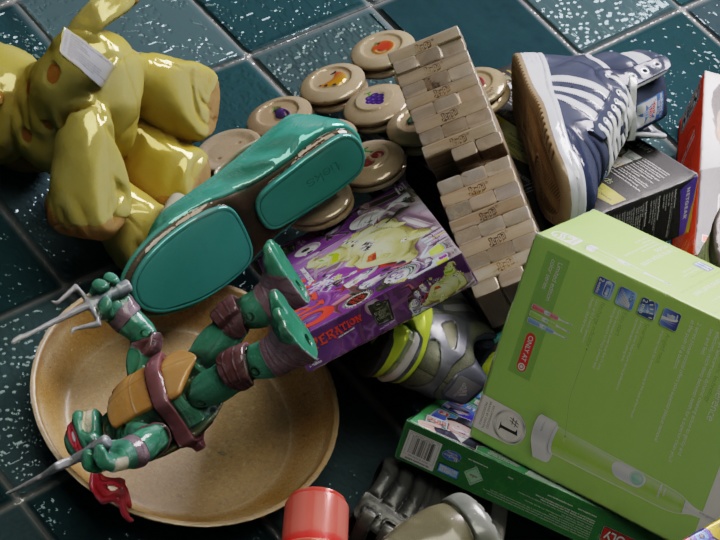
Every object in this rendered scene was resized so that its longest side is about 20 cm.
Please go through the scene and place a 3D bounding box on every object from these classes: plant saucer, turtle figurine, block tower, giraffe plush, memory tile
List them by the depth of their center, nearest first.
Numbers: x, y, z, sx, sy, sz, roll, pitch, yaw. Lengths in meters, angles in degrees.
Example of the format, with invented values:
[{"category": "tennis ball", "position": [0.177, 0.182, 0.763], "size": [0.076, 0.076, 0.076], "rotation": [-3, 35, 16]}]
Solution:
[{"category": "turtle figurine", "position": [-0.123, 0.065, 1.304], "size": [0.200, 0.101, 0.150], "rotation": [-30, 48, 10]}, {"category": "plant saucer", "position": [-0.115, 0.090, 1.398], "size": [0.200, 0.035, 0.200], "rotation": [8, 48, -10]}, {"category": "block tower", "position": [0.077, -0.064, 1.447], "size": [0.054, 0.058, 0.200], "rotation": [-21, 62, 6]}, {"category": "giraffe plush", "position": [-0.213, -0.100, 1.470], "size": [0.162, 0.200, 0.173], "rotation": [3, 54, 30]}, {"category": "memory tile", "position": [-0.007, -0.105, 1.549], "size": [0.200, 0.017, 0.153], "rotation": [-36, 41, -23]}]

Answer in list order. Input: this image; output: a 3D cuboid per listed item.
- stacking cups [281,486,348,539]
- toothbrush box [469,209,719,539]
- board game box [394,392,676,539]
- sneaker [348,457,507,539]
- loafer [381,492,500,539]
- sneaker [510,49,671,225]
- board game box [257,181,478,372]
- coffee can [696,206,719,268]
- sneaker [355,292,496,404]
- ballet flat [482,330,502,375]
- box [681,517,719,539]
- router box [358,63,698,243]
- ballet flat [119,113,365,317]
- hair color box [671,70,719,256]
[{"category": "stacking cups", "position": [-0.027, 0.221, 1.282], "size": [0.060, 0.061, 0.200], "rotation": [12, 54, -8]}, {"category": "toothbrush box", "position": [0.186, 0.072, 1.315], "size": [0.200, 0.146, 0.086], "rotation": [27, 24, 25]}, {"category": "board game box", "position": [0.135, 0.132, 1.386], "size": [0.200, 0.029, 0.135], "rotation": [24, 16, 15]}, {"category": "sneaker", "position": [0.034, 0.195, 1.334], "size": [0.099, 0.071, 0.200], "rotation": [15, 41, -6]}, {"category": "loafer", "position": [0.021, 0.212, 1.228], "size": [0.070, 0.200, 0.075], "rotation": [-7, 33, -30]}, {"category": "sneaker", "position": [0.169, -0.097, 1.497], "size": [0.108, 0.070, 0.200], "rotation": [-2, 31, -4]}, {"category": "board game box", "position": [0.000, 0.000, 1.409], "size": [0.120, 0.032, 0.200], "rotation": [-32, 17, 0]}, {"category": "coffee can", "position": [0.269, 0.057, 1.436], "size": [0.146, 0.200, 0.146], "rotation": [9, 49, -10]}, {"category": "sneaker", "position": [0.048, 0.037, 1.450], "size": [0.081, 0.074, 0.200], "rotation": [32, 23, -7]}, {"category": "ballet flat", "position": [0.158, 0.039, 1.514], "size": [0.200, 0.067, 0.067], "rotation": [-33, 87, -38]}, {"category": "box", "position": [0.160, 0.263, 1.224], "size": [0.193, 0.200, 0.122], "rotation": [-24, 61, -32]}, {"category": "router box", "position": [0.116, -0.069, 1.560], "size": [0.157, 0.052, 0.200], "rotation": [-21, 41, -31]}, {"category": "ballet flat", "position": [-0.088, -0.039, 1.447], "size": [0.200, 0.067, 0.070], "rotation": [-36, 36, -19]}, {"category": "hair color box", "position": [0.292, -0.053, 1.633], "size": [0.101, 0.061, 0.200], "rotation": [14, 47, -4]}]
